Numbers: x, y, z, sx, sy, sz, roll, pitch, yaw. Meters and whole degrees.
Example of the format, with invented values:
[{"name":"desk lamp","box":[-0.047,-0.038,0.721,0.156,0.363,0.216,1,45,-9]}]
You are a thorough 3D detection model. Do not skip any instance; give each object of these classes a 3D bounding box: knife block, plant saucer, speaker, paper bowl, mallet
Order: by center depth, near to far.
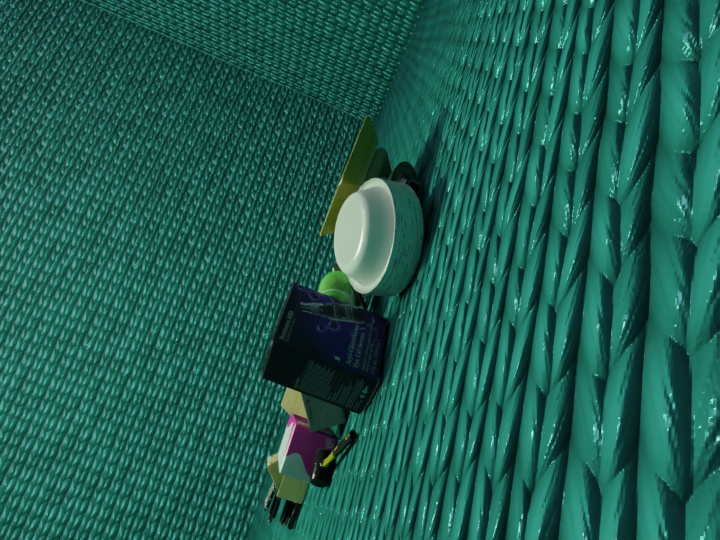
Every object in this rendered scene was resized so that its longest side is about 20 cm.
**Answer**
[{"name":"paper bowl","box":[0.021,-0.060,0.961,0.199,0.101,0.208,-27,60,59]},{"name":"mallet","box":[-0.051,0.352,1.004,0.201,0.040,0.067,124,166,-54]},{"name":"speaker","box":[-0.055,0.061,1.163,0.200,0.086,0.091,-86,17,-77]},{"name":"plant saucer","box":[-0.019,-0.195,1.168,0.201,0.047,0.205,120,170,-57]},{"name":"knife block","box":[-0.154,0.529,1.332,0.195,0.180,0.064,-26,2,-9]}]

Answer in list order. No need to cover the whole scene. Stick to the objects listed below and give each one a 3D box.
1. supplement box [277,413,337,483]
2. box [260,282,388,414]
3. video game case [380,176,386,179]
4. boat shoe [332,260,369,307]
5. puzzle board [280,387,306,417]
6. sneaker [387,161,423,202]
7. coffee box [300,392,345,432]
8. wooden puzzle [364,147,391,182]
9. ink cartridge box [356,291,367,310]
[{"name":"supplement box","box":[-0.121,0.391,1.193,0.200,0.100,0.104,134,156,-78]},{"name":"box","box":[-0.061,0.137,0.960,0.150,0.194,0.106,-77,10,-49]},{"name":"video game case","box":[0.044,-0.078,1.158,0.144,0.017,0.206,-79,-11,-60]},{"name":"boat shoe","box":[-0.038,0.028,1.382,0.200,0.055,0.071,-130,45,-55]},{"name":"puzzle board","box":[-0.130,0.317,1.417,0.017,0.149,0.205,-2,-60,-51]},{"name":"sneaker","box":[0.097,-0.158,1.088,0.081,0.072,0.204,-51,24,42]},{"name":"coffee box","box":[-0.089,0.259,1.180,0.200,0.077,0.118,-165,61,-83]},{"name":"wooden puzzle","box":[0.031,-0.146,1.233,0.201,0.045,0.190,59,-133,-60]},{"name":"ink cartridge box","box":[0.000,0.000,1.219,0.109,0.049,0.206,-97,-14,-83]}]
